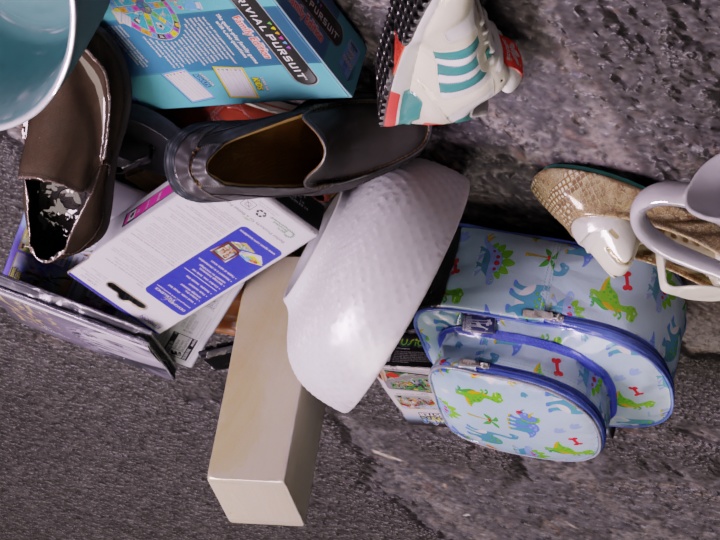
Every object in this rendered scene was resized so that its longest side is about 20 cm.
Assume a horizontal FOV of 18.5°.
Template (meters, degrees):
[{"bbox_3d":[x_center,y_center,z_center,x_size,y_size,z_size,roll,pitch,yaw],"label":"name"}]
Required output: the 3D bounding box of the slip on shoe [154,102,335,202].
[{"bbox_3d":[-0.101,-0.097,1.674,0.199,0.062,0.074,13,154,11],"label":"slip on shoe"}]

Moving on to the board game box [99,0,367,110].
[{"bbox_3d":[-0.117,-0.177,1.552,0.199,0.047,0.151,-1,148,31],"label":"board game box"}]

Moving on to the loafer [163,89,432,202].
[{"bbox_3d":[-0.035,-0.083,1.560,0.199,0.073,0.072,-15,-168,-18],"label":"loafer"}]

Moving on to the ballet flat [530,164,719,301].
[{"bbox_3d":[0.216,-0.020,1.623,0.199,0.066,0.071,17,152,3],"label":"ballet flat"}]

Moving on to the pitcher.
[{"bbox_3d":[0.300,-0.006,1.550,0.171,0.122,0.200,-15,129,45],"label":"pitcher"}]

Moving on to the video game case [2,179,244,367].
[{"bbox_3d":[-0.193,-0.005,1.806,0.180,0.046,0.200,22,153,-8],"label":"video game case"}]

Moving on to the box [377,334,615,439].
[{"bbox_3d":[0.116,0.101,1.931,0.199,0.035,0.110,2,149,27],"label":"box"}]

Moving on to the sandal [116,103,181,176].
[{"bbox_3d":[-0.216,-0.104,1.654,0.199,0.043,0.076,18,157,5],"label":"sandal"}]

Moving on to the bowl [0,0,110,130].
[{"bbox_3d":[-0.243,-0.204,1.470,0.200,0.105,0.202,13,119,24],"label":"bowl"}]

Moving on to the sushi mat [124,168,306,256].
[{"bbox_3d":[-0.094,-0.041,1.821,0.199,0.012,0.095,33,149,-26],"label":"sushi mat"}]

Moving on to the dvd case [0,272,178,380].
[{"bbox_3d":[-0.230,0.047,1.821,0.148,0.016,0.200,21,170,5],"label":"dvd case"}]

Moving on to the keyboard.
[{"bbox_3d":[-0.033,0.055,1.872,0.198,0.021,0.127,-11,169,3],"label":"keyboard"}]

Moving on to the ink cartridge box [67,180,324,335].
[{"bbox_3d":[-0.126,-0.022,1.669,0.094,0.037,0.200,36,133,-25],"label":"ink cartridge box"}]

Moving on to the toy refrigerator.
[{"bbox_3d":[-0.068,0.093,1.739,0.069,0.201,0.076,1,148,14],"label":"toy refrigerator"}]

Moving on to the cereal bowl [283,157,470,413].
[{"bbox_3d":[0.000,0.000,1.647,0.083,0.201,0.200,28,151,-6],"label":"cereal bowl"}]

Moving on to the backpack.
[{"bbox_3d":[0.150,0.063,1.726,0.198,0.148,0.183,5,153,15],"label":"backpack"}]

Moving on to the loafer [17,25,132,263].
[{"bbox_3d":[-0.208,-0.087,1.581,0.072,0.071,0.201,11,125,10],"label":"loafer"}]

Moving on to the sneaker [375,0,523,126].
[{"bbox_3d":[0.068,-0.160,1.474,0.093,0.071,0.200,3,152,-10],"label":"sneaker"}]

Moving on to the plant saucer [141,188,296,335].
[{"bbox_3d":[-0.132,-0.010,1.847,0.199,0.038,0.201,16,152,8],"label":"plant saucer"}]
